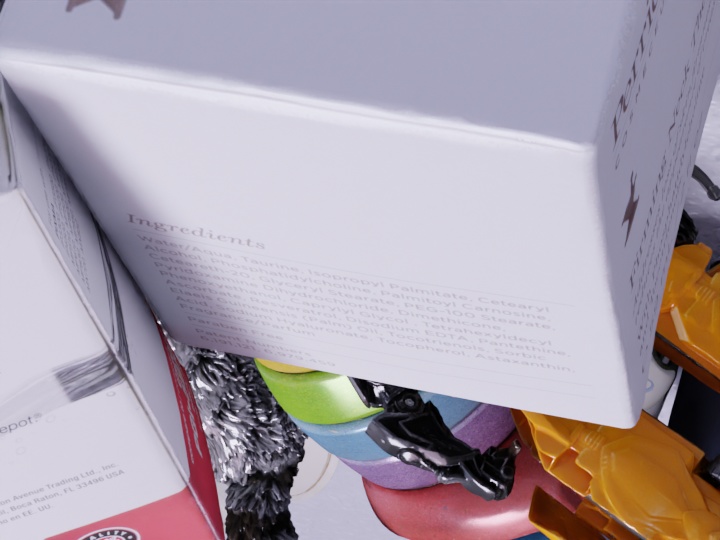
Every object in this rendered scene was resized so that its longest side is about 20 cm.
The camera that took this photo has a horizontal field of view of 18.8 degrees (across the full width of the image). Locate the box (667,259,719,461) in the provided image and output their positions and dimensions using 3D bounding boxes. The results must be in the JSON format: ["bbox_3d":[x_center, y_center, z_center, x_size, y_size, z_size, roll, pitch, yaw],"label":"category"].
[{"bbox_3d":[0.256,0.061,0.864,0.199,0.124,0.198,26,156,-17],"label":"box"}]

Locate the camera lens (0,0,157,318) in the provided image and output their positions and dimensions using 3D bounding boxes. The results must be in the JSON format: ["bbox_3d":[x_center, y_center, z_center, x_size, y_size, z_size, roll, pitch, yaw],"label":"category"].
[{"bbox_3d":[-0.160,-0.043,0.765,0.159,0.161,0.200,9,147,20],"label":"camera lens"}]

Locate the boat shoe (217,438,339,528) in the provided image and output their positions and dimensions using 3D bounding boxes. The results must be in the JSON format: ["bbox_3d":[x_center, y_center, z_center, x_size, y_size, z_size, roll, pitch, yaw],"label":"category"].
[{"bbox_3d":[-0.059,0.106,1.296,0.075,0.062,0.200,36,147,-6],"label":"boat shoe"}]

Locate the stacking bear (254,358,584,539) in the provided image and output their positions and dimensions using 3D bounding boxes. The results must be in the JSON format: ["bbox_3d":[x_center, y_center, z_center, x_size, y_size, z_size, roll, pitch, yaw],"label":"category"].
[{"bbox_3d":[0.000,0.000,0.831,0.113,0.122,0.200,-21,122,27],"label":"stacking bear"}]

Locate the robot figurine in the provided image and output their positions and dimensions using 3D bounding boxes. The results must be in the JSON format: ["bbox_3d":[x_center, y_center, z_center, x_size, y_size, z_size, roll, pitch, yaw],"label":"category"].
[{"bbox_3d":[0.087,0.035,0.742,0.200,0.145,0.058,36,166,16],"label":"robot figurine"}]

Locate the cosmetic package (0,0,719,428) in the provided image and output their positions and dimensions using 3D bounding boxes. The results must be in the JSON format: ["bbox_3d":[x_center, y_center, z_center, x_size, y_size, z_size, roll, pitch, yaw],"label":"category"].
[{"bbox_3d":[0.016,-0.074,0.652,0.165,0.168,0.200,11,159,15],"label":"cosmetic package"}]

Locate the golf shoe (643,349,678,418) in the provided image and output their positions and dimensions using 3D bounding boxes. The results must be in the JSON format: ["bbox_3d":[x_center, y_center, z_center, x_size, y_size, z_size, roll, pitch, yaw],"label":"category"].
[{"bbox_3d":[0.111,0.048,0.969,0.078,0.097,0.200,46,-165,-5],"label":"golf shoe"}]

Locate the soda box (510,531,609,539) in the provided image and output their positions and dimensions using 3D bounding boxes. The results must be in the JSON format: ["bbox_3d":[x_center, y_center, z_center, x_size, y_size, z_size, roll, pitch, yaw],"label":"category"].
[{"bbox_3d":[0.078,0.144,0.872,0.199,0.065,0.068,-6,156,4],"label":"soda box"}]

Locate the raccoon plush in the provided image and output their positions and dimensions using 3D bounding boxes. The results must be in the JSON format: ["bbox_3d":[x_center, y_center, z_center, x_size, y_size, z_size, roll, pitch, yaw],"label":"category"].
[{"bbox_3d":[-0.083,0.066,1.055,0.134,0.201,0.097,8,151,-41],"label":"raccoon plush"}]

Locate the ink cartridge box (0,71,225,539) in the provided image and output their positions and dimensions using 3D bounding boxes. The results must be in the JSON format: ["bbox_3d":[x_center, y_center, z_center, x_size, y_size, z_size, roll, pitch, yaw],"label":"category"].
[{"bbox_3d":[-0.141,0.027,0.660,0.146,0.083,0.200,-18,141,2],"label":"ink cartridge box"}]
